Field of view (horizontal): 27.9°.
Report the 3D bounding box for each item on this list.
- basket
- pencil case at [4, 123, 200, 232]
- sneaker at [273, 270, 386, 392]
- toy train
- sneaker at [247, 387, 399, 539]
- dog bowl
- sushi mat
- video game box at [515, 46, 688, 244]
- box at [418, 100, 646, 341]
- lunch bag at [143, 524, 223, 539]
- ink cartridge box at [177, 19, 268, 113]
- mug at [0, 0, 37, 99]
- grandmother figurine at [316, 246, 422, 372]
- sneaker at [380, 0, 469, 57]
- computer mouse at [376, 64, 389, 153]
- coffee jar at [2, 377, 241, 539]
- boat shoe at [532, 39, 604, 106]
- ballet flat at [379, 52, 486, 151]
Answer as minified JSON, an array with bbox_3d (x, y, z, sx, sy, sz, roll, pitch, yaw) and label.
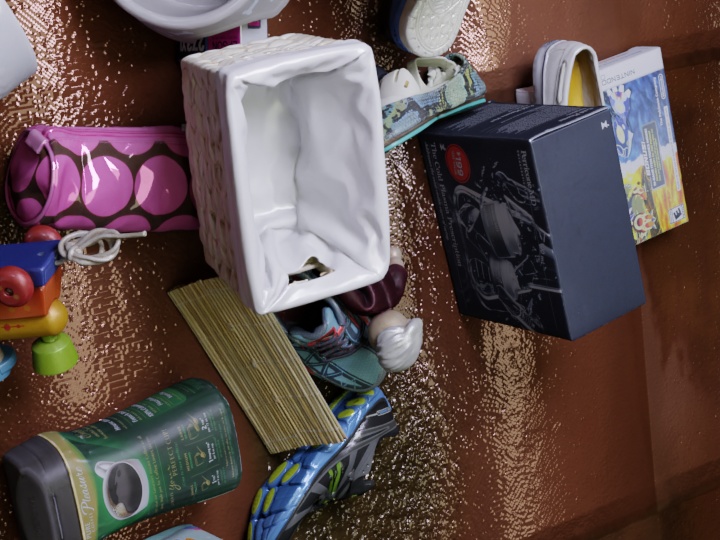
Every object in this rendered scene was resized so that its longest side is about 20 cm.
[{"bbox_3d":[-0.065,-0.086,1.189,0.134,0.123,0.203,-16,113,-26],"label":"basket"},{"bbox_3d":[-0.196,-0.083,1.228,0.198,0.091,0.094,-5,134,-35],"label":"pencil case"},{"bbox_3d":[-0.045,0.053,1.334,0.079,0.096,0.200,-42,116,6],"label":"sneaker"},{"bbox_3d":[-0.251,0.032,1.157,0.085,0.197,0.117,-71,153,-59],"label":"toy train"},{"bbox_3d":[-0.031,0.200,1.384,0.200,0.070,0.083,-48,113,-23],"label":"sneaker"},{"bbox_3d":[-0.138,-0.286,1.180,0.059,0.197,0.203,-29,119,-72],"label":"dog bowl"},{"bbox_3d":[-0.092,0.086,1.319,0.201,0.095,0.012,61,40,-24],"label":"sushi mat"},{"bbox_3d":[0.262,-0.120,1.558,0.181,0.047,0.203,-22,108,-27],"label":"video game box"},{"bbox_3d":[0.166,-0.054,1.418,0.103,0.181,0.203,-24,108,-29],"label":"box"},{"bbox_3d":[-0.177,0.310,1.238,0.198,0.169,0.124,-16,106,-34],"label":"lunch bag"},{"bbox_3d":[-0.120,-0.237,1.252,0.037,0.094,0.203,-10,102,-41],"label":"ink cartridge box"},{"bbox_3d":[-0.370,-0.176,1.078,0.175,0.148,0.200,-40,86,-15],"label":"mug"},{"bbox_3d":[0.000,0.000,1.332,0.120,0.061,0.202,-14,71,-41],"label":"grandmother figurine"},{"bbox_3d":[0.085,-0.297,1.371,0.076,0.111,0.202,28,93,-25],"label":"sneaker"},{"bbox_3d":[0.008,-0.097,1.401,0.058,0.034,0.203,-18,112,-58],"label":"computer mouse"},{"bbox_3d":[-0.206,0.172,1.253,0.198,0.085,0.106,-19,109,-32],"label":"coffee jar"},{"bbox_3d":[0.222,-0.131,1.462,0.070,0.070,0.203,-11,103,-28],"label":"boat shoe"},{"bbox_3d":[0.050,-0.163,1.374,0.200,0.073,0.075,-32,116,-55],"label":"ballet flat"}]
